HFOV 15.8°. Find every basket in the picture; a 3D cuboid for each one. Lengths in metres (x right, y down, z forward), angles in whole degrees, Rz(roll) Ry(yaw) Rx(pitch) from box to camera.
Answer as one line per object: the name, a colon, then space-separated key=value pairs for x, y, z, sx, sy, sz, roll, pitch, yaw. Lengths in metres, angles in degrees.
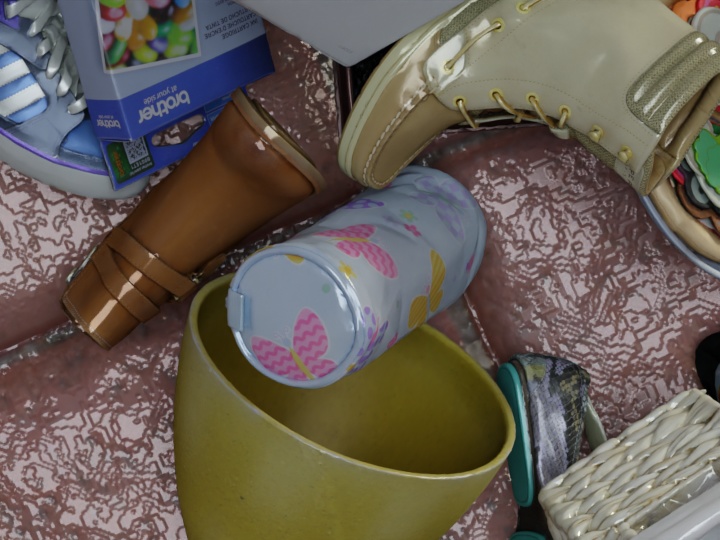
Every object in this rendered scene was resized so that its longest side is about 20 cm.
basket: x=0.202 y=0.188 z=1.495 sx=0.135 sy=0.123 sz=0.201 roll=-32 pitch=120 yaw=-9

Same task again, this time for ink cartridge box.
ink cartridge box: x=-0.116 y=-0.158 z=1.491 sx=0.119 sy=0.042 sz=0.201 roll=-28 pitch=115 yaw=-38

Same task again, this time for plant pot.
plant pot: x=-0.029 y=0.114 z=1.497 sx=0.199 sy=0.200 sz=0.143 roll=23 pitch=115 yaw=-4

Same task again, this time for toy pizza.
toy pizza: x=0.225 y=-0.087 z=1.524 sx=0.199 sy=0.032 sz=0.202 roll=14 pitch=68 yaw=-37

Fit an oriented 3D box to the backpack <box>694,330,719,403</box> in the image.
backpack: x=0.298 y=0.079 z=1.501 sx=0.162 sy=0.200 sz=0.155 roll=-19 pitch=92 yaw=-5

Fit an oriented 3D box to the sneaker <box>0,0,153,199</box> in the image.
sneaker: x=-0.184 y=-0.146 z=1.498 sx=0.199 sy=0.081 sz=0.147 roll=34 pitch=123 yaw=2

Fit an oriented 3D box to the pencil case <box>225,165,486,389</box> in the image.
pencil case: x=0.000 y=0.000 z=1.480 sx=0.090 sy=0.200 sz=0.084 roll=24 pitch=114 yaw=15

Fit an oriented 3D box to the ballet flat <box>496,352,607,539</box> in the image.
ballet flat: x=0.120 y=0.150 z=1.555 sx=0.071 sy=0.072 sz=0.202 roll=-1 pitch=91 yaw=-4

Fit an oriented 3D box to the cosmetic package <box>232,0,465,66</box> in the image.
cosmetic package: x=0.020 y=-0.254 z=1.409 sx=0.199 sy=0.123 sz=0.201 roll=-27 pitch=59 yaw=27

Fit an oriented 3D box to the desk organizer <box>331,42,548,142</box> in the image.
desk organizer: x=0.085 y=-0.121 z=1.547 sx=0.198 sy=0.077 sz=0.072 roll=-5 pitch=90 yaw=-4

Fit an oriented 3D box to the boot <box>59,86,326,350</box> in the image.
boot: x=-0.101 y=-0.020 z=1.471 sx=0.155 sy=0.200 sz=0.074 roll=-42 pitch=88 yaw=-11

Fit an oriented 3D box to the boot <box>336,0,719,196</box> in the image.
boot: x=0.098 y=-0.088 z=1.445 sx=0.200 sy=0.073 sz=0.155 roll=-46 pitch=73 yaw=3
